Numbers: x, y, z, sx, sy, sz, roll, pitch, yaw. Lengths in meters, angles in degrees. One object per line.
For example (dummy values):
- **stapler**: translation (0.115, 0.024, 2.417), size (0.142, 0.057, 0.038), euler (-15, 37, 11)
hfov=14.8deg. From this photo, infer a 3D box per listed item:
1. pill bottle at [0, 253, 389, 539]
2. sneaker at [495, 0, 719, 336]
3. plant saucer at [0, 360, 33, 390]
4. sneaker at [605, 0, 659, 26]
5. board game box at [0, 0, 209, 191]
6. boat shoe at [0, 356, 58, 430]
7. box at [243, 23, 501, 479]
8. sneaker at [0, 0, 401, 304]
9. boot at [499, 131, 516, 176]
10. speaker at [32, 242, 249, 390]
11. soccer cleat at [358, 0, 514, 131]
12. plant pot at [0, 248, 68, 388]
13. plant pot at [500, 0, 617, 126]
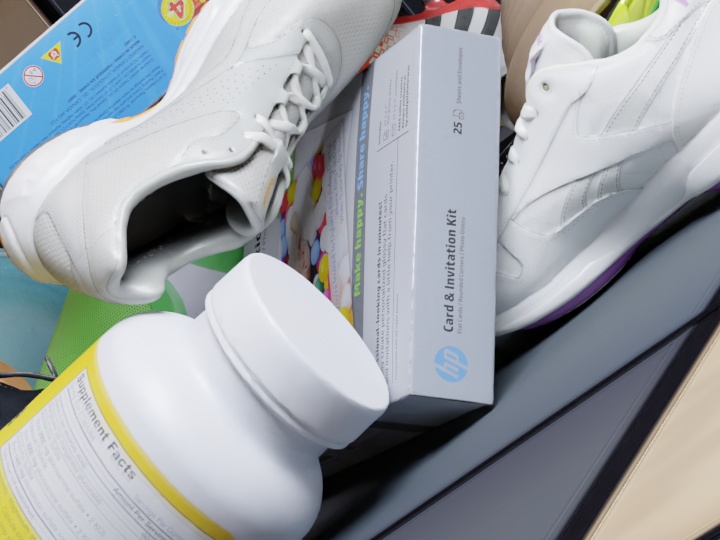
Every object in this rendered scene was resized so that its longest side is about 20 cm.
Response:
- **pill bottle**: translation (-0.087, 0.088, 1.092), size (0.200, 0.112, 0.112), euler (-42, 3, 15)
- **sneaker**: translation (0.090, -0.050, 1.137), size (0.200, 0.100, 0.075), euler (-41, 6, 27)
- **plant saucer**: translation (-0.207, 0.136, 1.304), size (0.037, 0.201, 0.200), euler (13, -35, -38)
- **sneaker**: translation (0.139, -0.079, 1.230), size (0.074, 0.083, 0.200), euler (-51, -8, -42)
- **board game box**: translation (-0.071, -0.113, 1.264), size (0.200, 0.056, 0.196), euler (-39, -3, 11)
- **boat shoe**: translation (-0.130, 0.075, 1.189), size (0.062, 0.200, 0.075), euler (-48, 35, 10)
- **box**: translation (0.000, 0.000, 1.182), size (0.200, 0.041, 0.157), euler (148, 127, -64)
- **sneaker**: translation (-0.046, -0.053, 1.115), size (0.200, 0.076, 0.092), euler (-44, 39, -14)
- **boot**: translation (0.015, -0.002, 1.445), size (0.200, 0.077, 0.168), euler (-35, -1, -18)
- **speaker**: translation (-0.116, 0.066, 1.307), size (0.088, 0.088, 0.201), euler (-68, -1, -81)
- **soccer cleat**: translation (0.016, -0.082, 1.327), size (0.200, 0.085, 0.069), euler (-24, -13, -49)
- **plant pot**: translation (-0.203, 0.111, 1.493), size (0.200, 0.200, 0.188), euler (-39, 15, 9)
- **plant pot**: translation (0.136, -0.151, 1.332), size (0.200, 0.093, 0.201), euler (-31, -22, -14)
